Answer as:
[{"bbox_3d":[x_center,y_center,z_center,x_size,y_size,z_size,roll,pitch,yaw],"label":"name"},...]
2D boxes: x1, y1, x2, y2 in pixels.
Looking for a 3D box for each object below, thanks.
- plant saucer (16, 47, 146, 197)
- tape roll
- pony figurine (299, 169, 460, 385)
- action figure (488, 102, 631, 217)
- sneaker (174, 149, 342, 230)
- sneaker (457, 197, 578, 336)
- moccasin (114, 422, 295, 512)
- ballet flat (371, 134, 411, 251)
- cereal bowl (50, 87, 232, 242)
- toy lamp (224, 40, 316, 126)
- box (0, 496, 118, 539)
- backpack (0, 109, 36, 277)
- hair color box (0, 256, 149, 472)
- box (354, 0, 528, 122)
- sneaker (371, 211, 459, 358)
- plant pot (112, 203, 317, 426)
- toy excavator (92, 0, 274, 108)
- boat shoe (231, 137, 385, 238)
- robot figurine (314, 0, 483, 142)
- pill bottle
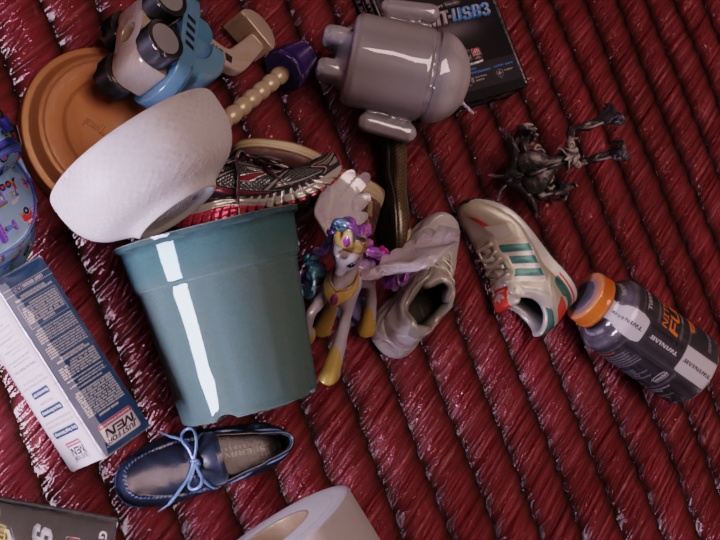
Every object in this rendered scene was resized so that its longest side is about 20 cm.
[{"bbox_3d":[-0.275,-0.151,1.391,0.199,0.032,0.202,10,70,-28],"label":"plant saucer"},{"bbox_3d":[-0.061,0.329,1.273,0.202,0.202,0.140,-34,93,-34],"label":"tape roll"},{"bbox_3d":[0.000,0.000,1.414,0.166,0.201,0.193,25,38,14],"label":"pony figurine"},{"bbox_3d":[0.254,-0.145,1.674,0.199,0.102,0.120,-21,95,-8],"label":"action figure"},{"bbox_3d":[-0.115,-0.100,1.398,0.199,0.081,0.075,-15,95,-15],"label":"sneaker"},{"bbox_3d":[0.188,-0.002,1.603,0.200,0.070,0.094,46,57,-12],"label":"sneaker"},{"bbox_3d":[-0.161,0.192,1.333,0.199,0.068,0.081,-17,85,-34],"label":"moccasin"},{"bbox_3d":[0.046,-0.104,1.554,0.046,0.067,0.201,5,67,-22],"label":"ballet flat"},{"bbox_3d":[-0.207,-0.091,1.270,0.200,0.200,0.084,-33,85,-34],"label":"cereal bowl"},{"bbox_3d":[-0.120,-0.208,1.480,0.058,0.058,0.200,51,50,-8],"label":"toy lamp"},{"bbox_3d":[-0.325,0.324,1.206,0.158,0.046,0.201,17,67,-26],"label":"box"},{"bbox_3d":[-0.403,-0.075,1.230,0.182,0.134,0.201,-33,96,-33],"label":"backpack"},{"bbox_3d":[-0.301,0.095,1.258,0.060,0.100,0.201,-34,94,-35],"label":"hair color box"},{"bbox_3d":[0.104,-0.307,1.660,0.199,0.050,0.200,-18,87,-34],"label":"box"},{"bbox_3d":[0.088,0.011,1.521,0.078,0.099,0.201,31,62,-20],"label":"sneaker"},{"bbox_3d":[-0.138,0.049,1.328,0.199,0.200,0.197,-15,92,-34],"label":"plant pot"},{"bbox_3d":[-0.185,-0.245,1.424,0.200,0.100,0.196,31,45,-37],"label":"toy excavator"},{"bbox_3d":[-0.063,-0.092,1.481,0.199,0.072,0.072,23,66,-28],"label":"boat shoe"},{"bbox_3d":[0.047,-0.243,1.527,0.199,0.113,0.171,12,92,-4],"label":"robot figurine"},{"bbox_3d":[0.366,0.083,1.665,0.199,0.106,0.107,33,61,-19],"label":"pill bottle"}]
